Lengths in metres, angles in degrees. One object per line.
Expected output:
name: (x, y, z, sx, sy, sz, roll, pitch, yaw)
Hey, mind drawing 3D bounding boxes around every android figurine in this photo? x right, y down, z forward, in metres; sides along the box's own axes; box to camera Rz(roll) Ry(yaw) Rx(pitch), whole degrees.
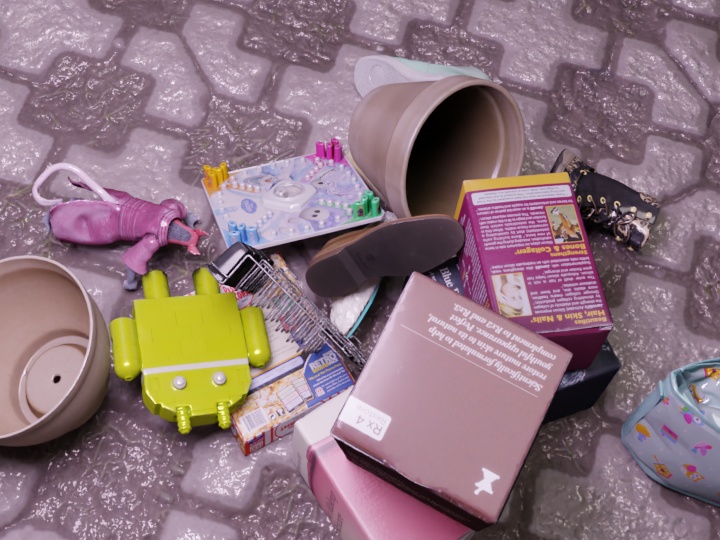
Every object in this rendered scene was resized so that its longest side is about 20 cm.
android figurine: (-0.191, 0.089, 1.160, 0.178, 0.041, 0.203, -2, 59, -19)

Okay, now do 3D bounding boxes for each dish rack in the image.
dish rack: (-0.073, 0.049, 1.148, 0.200, 0.153, 0.055, 44, 93, 9)

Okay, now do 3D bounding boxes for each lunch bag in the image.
lunch bag: (0.409, 0.184, 1.159, 0.197, 0.171, 0.123, 22, 61, 4)

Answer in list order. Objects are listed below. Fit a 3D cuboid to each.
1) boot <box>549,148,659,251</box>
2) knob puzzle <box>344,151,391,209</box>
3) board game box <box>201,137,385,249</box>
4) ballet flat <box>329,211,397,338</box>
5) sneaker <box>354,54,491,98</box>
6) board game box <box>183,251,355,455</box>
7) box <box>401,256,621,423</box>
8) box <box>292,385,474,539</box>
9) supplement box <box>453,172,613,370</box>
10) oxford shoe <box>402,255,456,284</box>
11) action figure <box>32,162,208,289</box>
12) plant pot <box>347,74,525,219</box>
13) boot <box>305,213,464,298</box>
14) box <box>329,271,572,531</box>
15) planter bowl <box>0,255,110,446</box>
boot: (0.305, -0.077, 1.327, 0.149, 0.074, 0.200, 27, 30, 5)
knob puzzle: (0.106, -0.152, 1.398, 0.215, 0.031, 0.224, 3, 60, -4)
board game box: (-0.091, -0.101, 1.297, 0.196, 0.026, 0.201, -14, 34, -12)
ballet flat: (0.000, 0.000, 1.277, 0.071, 0.072, 0.201, 26, 53, 9)
sneaker: (0.091, -0.257, 1.436, 0.198, 0.075, 0.117, 21, 24, 34)
board game box: (-0.117, 0.095, 1.225, 0.149, 0.047, 0.202, -24, 66, -18)
box: (0.169, 0.083, 1.224, 0.196, 0.118, 0.199, -16, 63, -16)
box: (0.021, 0.240, 1.111, 0.108, 0.129, 0.201, -29, 66, -19)
supplement box: (0.185, 0.004, 1.142, 0.128, 0.104, 0.203, -4, 59, -8)
oxford shoe: (0.136, -0.027, 1.311, 0.197, 0.076, 0.058, -20, 43, -16)
action figure: (-0.274, -0.068, 1.251, 0.196, 0.150, 0.135, 11, 52, 16)
plant pot: (0.078, -0.153, 1.276, 0.199, 0.203, 0.173, -34, 37, -22)
boot: (0.029, -0.033, 1.190, 0.197, 0.074, 0.076, -17, 28, 23)
box: (0.083, 0.132, 0.971, 0.164, 0.200, 0.166, 27, 77, 9)
planter bowl: (-0.357, 0.103, 1.130, 0.196, 0.135, 0.204, -5, 66, 12)
